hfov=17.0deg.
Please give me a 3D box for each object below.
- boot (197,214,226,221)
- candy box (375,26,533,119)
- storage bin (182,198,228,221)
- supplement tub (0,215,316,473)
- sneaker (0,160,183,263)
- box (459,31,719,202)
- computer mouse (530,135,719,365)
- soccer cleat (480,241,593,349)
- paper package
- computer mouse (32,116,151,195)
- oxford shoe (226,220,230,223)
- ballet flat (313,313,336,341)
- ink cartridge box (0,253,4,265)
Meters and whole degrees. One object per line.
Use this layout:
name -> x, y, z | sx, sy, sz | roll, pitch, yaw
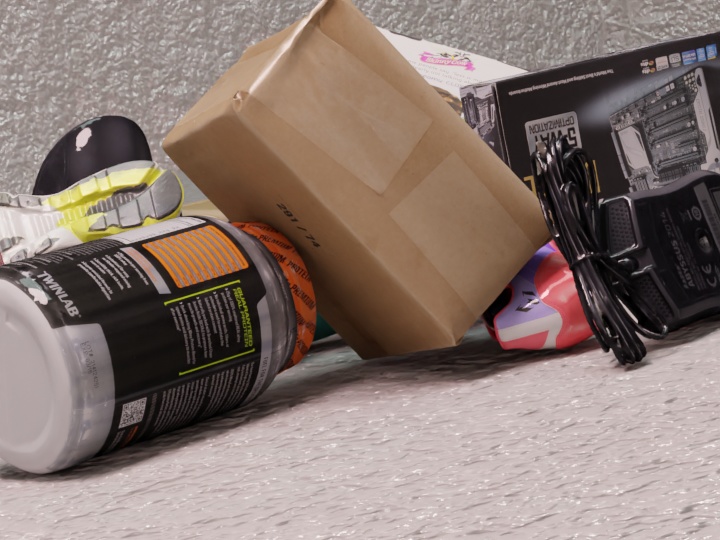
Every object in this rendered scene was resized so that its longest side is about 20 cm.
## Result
boot -> -0.186, 0.030, 1.741 | 0.201, 0.071, 0.144 | -27, 5, 12
candy box -> 0.040, -0.082, 1.749 | 0.167, 0.072, 0.200 | 17, 42, 8
storage bin -> -0.024, -0.022, 1.872 | 0.198, 0.094, 0.200 | -14, 7, -25
supplement tub -> -0.129, 0.037, 1.415 | 0.200, 0.123, 0.122 | -16, 8, -42
sneaker -> -0.215, -0.011, 1.681 | 0.200, 0.075, 0.085 | -12, -36, 0
box -> 0.174, -0.070, 1.660 | 0.200, 0.158, 0.050 | -14, 7, -29
computer mouse -> 0.172, -0.012, 1.421 | 0.053, 0.139, 0.200 | -28, -15, 39
soccer cleat -> 0.100, 0.013, 1.504 | 0.076, 0.067, 0.200 | -17, 10, -8
paper package -> -0.005, -0.053, 1.463 | 0.103, 0.200, 0.191 | -48, 11, -16
computer mouse -> -0.208, -0.024, 1.827 | 0.138, 0.200, 0.053 | -1, 37, -35
oxford shoe -> -0.145, 0.026, 1.661 | 0.200, 0.075, 0.070 | -29, 7, -35
ballet flat -> 0.000, 0.000, 1.640 | 0.200, 0.070, 0.069 | -19, 4, 18
ink cartridge box -> -0.280, 0.014, 1.470 | 0.084, 0.145, 0.200 | -9, 34, 5
